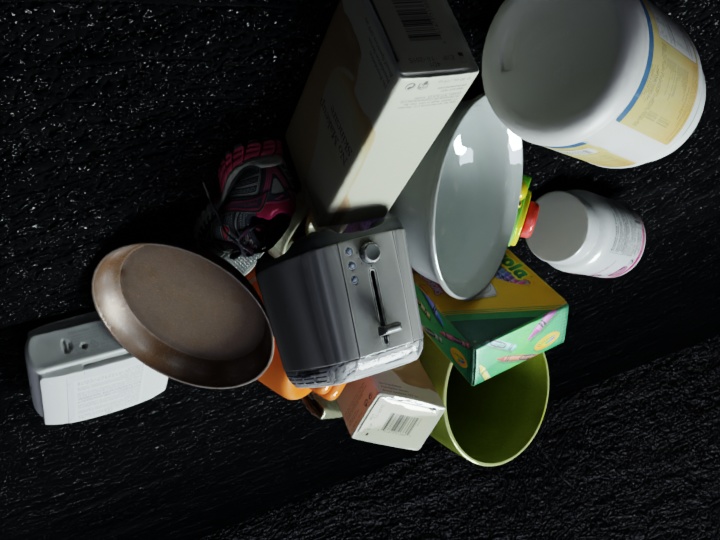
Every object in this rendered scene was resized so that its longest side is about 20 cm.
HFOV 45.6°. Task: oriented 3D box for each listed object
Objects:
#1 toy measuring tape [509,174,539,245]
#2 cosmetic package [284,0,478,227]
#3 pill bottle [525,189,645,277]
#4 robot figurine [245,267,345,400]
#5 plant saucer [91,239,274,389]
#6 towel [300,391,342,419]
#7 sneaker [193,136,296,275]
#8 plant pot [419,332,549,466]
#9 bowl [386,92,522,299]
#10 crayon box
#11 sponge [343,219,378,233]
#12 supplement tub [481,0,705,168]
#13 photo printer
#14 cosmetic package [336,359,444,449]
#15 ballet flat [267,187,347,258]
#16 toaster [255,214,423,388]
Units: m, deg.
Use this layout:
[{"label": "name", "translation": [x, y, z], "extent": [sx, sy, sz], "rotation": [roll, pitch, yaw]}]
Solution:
[{"label": "toy measuring tape", "translation": [0.167, -0.051, 1.011], "extent": [0.073, 0.074, 0.200], "rotation": [-20, 163, -6]}, {"label": "cosmetic package", "translation": [0.008, -0.132, 0.688], "extent": [0.070, 0.106, 0.201], "rotation": [-11, 155, -26]}, {"label": "pill bottle", "translation": [0.315, -0.051, 1.202], "extent": [0.113, 0.115, 0.199], "rotation": [-35, 156, 30]}, {"label": "robot figurine", "translation": [-0.097, 0.069, 0.971], "extent": [0.143, 0.198, 0.118], "rotation": [-30, 145, -55]}, {"label": "plant saucer", "translation": [-0.176, 0.041, 0.873], "extent": [0.197, 0.035, 0.202], "rotation": [10, 134, 10]}, {"label": "towel", "translation": [-0.053, 0.126, 1.143], "extent": [0.035, 0.193, 0.199], "rotation": [-48, 151, 17]}, {"label": "sneaker", "translation": [-0.111, -0.041, 0.823], "extent": [0.079, 0.076, 0.200], "rotation": [-14, 158, -22]}, {"label": "plant pot", "translation": [0.120, 0.149, 1.165], "extent": [0.185, 0.191, 0.199], "rotation": [-8, -172, -34]}, {"label": "bowl", "translation": [0.083, -0.079, 0.850], "extent": [0.089, 0.204, 0.200], "rotation": [13, 179, 30]}, {"label": "crayon box", "translation": [0.114, 0.022, 0.922], "extent": [0.117, 0.200, 0.059], "rotation": [-22, 133, -20]}, {"label": "sponge", "translation": [0.000, 0.000, 0.941], "extent": [0.029, 0.113, 0.201], "rotation": [-9, 155, -14]}, {"label": "supplement tub", "translation": [0.212, -0.169, 0.752], "extent": [0.144, 0.146, 0.199], "rotation": [-36, 156, 32]}, {"label": "photo printer", "translation": [-0.304, 0.115, 1.008], "extent": [0.164, 0.070, 0.200], "rotation": [-15, 159, -23]}, {"label": "cosmetic package", "translation": [0.016, 0.121, 1.070], "extent": [0.104, 0.201, 0.072], "rotation": [16, 117, -31]}, {"label": "ballet flat", "translation": [-0.051, -0.046, 0.895], "extent": [0.067, 0.063, 0.200], "rotation": [-12, 157, -27]}, {"label": "toaster", "translation": [-0.024, 0.034, 0.792], "extent": [0.112, 0.131, 0.199], "rotation": [-13, 177, -28]}]
